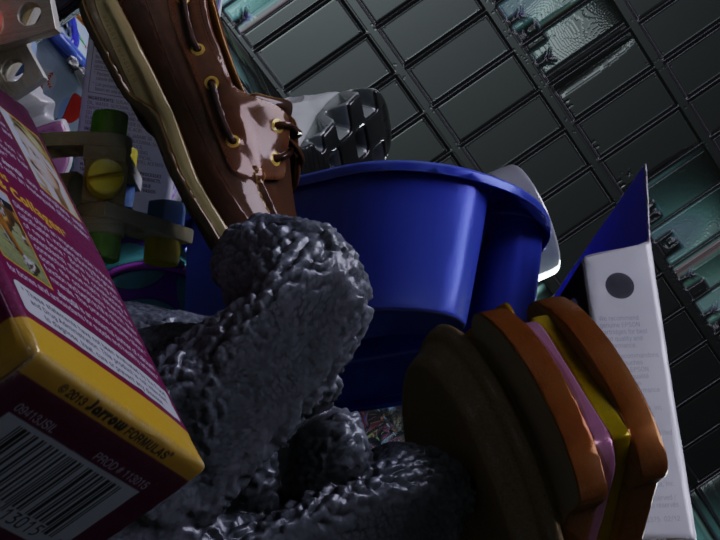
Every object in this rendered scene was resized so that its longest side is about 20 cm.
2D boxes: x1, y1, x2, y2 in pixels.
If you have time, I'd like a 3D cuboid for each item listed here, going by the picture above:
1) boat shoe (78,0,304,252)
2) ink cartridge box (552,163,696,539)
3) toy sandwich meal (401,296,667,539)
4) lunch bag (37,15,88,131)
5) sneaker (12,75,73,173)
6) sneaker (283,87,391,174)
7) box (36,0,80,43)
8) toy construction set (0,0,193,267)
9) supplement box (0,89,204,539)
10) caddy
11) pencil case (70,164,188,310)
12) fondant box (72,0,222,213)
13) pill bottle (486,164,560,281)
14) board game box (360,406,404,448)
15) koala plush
[{"bbox_3d":[-0.059,-0.057,1.038,0.200,0.068,0.072,60,-2,10],"label":"boat shoe"},{"bbox_3d":[0.107,0.077,1.115,0.198,0.043,0.200,115,-25,-60],"label":"ink cartridge box"},{"bbox_3d":[0.079,0.103,1.000,0.205,0.070,0.205,164,-90,-77],"label":"toy sandwich meal"},{"bbox_3d":[-0.208,-0.150,1.521,0.160,0.076,0.200,49,7,-33],"label":"lunch bag"},{"bbox_3d":[-0.219,-0.108,1.148,0.200,0.080,0.088,63,-19,10],"label":"sneaker"},{"bbox_3d":[-0.062,-0.052,1.289,0.200,0.088,0.074,-40,128,-57],"label":"sneaker"},{"bbox_3d":[-0.245,-0.206,1.226,0.200,0.132,0.115,55,9,-6],"label":"box"},{"bbox_3d":[-0.163,-0.056,1.009,0.200,0.131,0.092,66,30,-61],"label":"toy construction set"},{"bbox_3d":[-0.162,0.007,0.830,0.200,0.103,0.131,60,9,33],"label":"supplement box"},{"bbox_3d":[0.000,0.000,1.130,0.141,0.200,0.105,35,52,-50],"label":"caddy"},{"bbox_3d":[-0.131,-0.007,1.271,0.092,0.085,0.200,23,17,-20],"label":"pencil case"},{"bbox_3d":[-0.111,-0.138,1.218,0.144,0.058,0.200,-79,180,-70],"label":"fondant box"},{"bbox_3d":[0.015,0.005,1.333,0.104,0.200,0.104,158,-90,-79],"label":"pill bottle"},{"bbox_3d":[0.007,0.060,1.455,0.159,0.200,0.097,55,4,-12],"label":"board game box"},{"bbox_3d":[-0.090,0.069,0.973,0.200,0.184,0.177,27,-33,56],"label":"koala plush"}]
